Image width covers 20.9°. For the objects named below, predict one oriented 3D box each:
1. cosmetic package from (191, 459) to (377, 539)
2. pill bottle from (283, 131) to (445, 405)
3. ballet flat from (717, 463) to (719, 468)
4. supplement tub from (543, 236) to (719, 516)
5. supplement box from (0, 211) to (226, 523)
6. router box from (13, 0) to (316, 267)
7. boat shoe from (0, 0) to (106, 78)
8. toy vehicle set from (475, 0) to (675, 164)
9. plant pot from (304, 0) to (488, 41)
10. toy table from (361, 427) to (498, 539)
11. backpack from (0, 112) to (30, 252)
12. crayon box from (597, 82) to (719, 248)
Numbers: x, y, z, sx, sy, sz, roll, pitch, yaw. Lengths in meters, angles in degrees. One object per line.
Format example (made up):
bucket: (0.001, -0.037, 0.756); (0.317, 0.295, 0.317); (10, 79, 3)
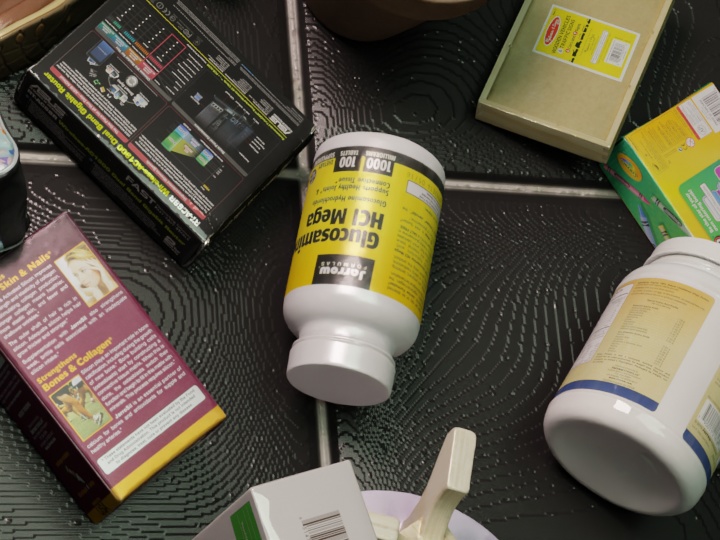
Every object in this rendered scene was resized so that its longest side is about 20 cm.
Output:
cosmetic package: (-0.058, 0.220, 1.410); (0.084, 0.200, 0.108); (-13, 73, -27)
pill bottle: (0.000, 0.000, 1.564); (0.112, 0.112, 0.202); (17, 65, -15)
ballet flat: (0.375, 0.106, 1.701); (0.200, 0.072, 0.072); (-35, 86, -29)
supplement tub: (0.255, 0.086, 1.616); (0.144, 0.144, 0.201); (37, 62, -5)
supplement box: (-0.211, 0.073, 1.467); (0.110, 0.086, 0.200); (-37, 87, -28)
router box: (-0.157, -0.126, 1.576); (0.200, 0.062, 0.150); (44, 61, -2)
boat shoe: (-0.265, -0.218, 1.567); (0.068, 0.072, 0.200); (44, 56, 6)
toy vehicle set: (0.196, -0.199, 1.740); (0.123, 0.027, 0.201); (21, 62, 11)
plant pot: (0.025, -0.278, 1.642); (0.198, 0.175, 0.202); (8, 68, -19)
toy table: (0.051, 0.224, 1.500); (0.198, 0.117, 0.186); (5, 69, -19)
backpack: (-0.356, -0.082, 1.418); (0.198, 0.152, 0.178); (-17, 41, -15)
crayon box: (0.317, -0.053, 1.741); (0.118, 0.058, 0.201); (-30, 84, -28)
